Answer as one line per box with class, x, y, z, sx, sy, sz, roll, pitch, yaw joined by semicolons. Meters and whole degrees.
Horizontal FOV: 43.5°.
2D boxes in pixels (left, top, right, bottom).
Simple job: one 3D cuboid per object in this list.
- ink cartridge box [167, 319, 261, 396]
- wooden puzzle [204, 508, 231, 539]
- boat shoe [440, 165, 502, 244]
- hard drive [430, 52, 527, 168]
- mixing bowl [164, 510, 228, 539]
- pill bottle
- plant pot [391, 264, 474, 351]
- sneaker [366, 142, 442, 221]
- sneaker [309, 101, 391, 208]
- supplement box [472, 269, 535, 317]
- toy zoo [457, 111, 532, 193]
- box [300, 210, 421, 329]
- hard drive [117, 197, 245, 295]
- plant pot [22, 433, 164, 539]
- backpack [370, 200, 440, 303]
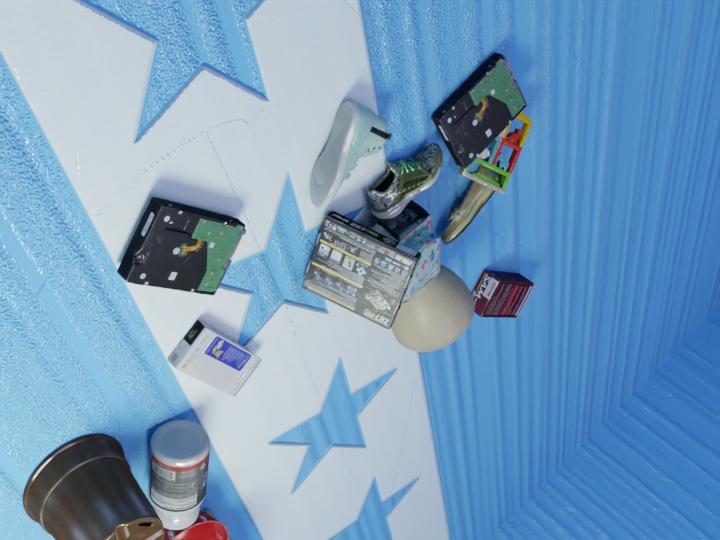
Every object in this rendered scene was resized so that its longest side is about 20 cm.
ink cartridge box;-0.274;0.170;1.719;0.095;0.037;0.200;-52;144;-2
wooden puzzle;-0.289;0.648;1.995;0.037;0.185;0.202;-28;139;-25
boat shoe;0.240;-0.149;2.033;0.202;0.063;0.073;-52;173;11
hard drive;0.246;-0.329;1.858;0.200;0.038;0.140;-45;129;-10
mixing bowl;-0.384;0.564;1.873;0.198;0.108;0.202;-29;139;-28
pill bottle;-0.355;0.401;1.757;0.115;0.116;0.203;-20;135;-38
plant pot;0.138;0.057;1.979;0.200;0.200;0.135;-43;134;-13
sneaker;0.087;-0.191;1.798;0.200;0.077;0.089;-47;137;-12
sneaker;-0.014;-0.200;1.656;0.117;0.074;0.203;8;111;-45
supplement box;0.369;0.063;2.363;0.199;0.061;0.110;5;115;-53
toy zoo;0.298;-0.282;1.948;0.130;0.020;0.203;19;96;-34
box;0.000;0.000;1.749;0.163;0.197;0.049;-69;170;22
hard drive;-0.292;-0.037;1.496;0.199;0.038;0.141;11;111;-52
plant pot;-0.458;0.430;1.588;0.199;0.198;0.203;-29;139;-29
backpack;0.067;-0.024;1.857;0.199;0.151;0.179;-33;149;-18
